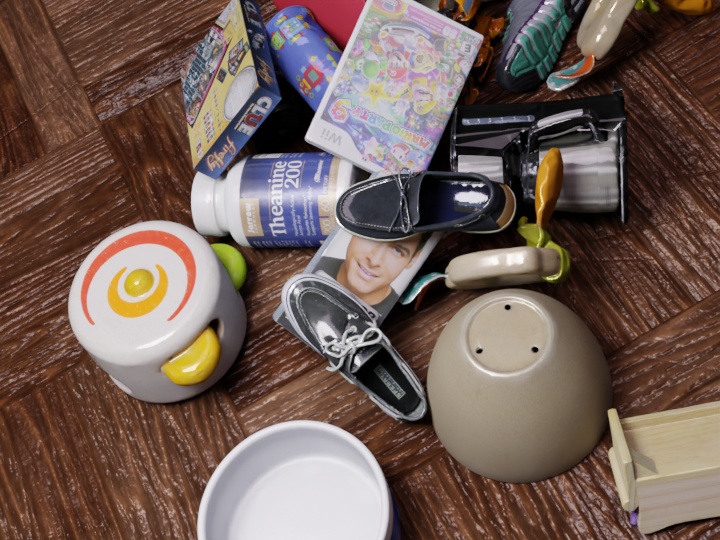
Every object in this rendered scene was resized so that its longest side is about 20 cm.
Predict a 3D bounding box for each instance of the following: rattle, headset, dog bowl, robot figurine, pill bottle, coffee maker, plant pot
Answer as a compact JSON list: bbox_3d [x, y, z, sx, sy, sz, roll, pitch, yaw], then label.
[{"bbox_3d":[0.327,-0.275,1.397,0.130,0.142,0.202,-21,41,54],"label":"rattle"},{"bbox_3d":[-0.102,-0.231,1.467,0.197,0.094,0.125,5,59,-2],"label":"headset"},{"bbox_3d":[-0.060,0.260,1.163,0.197,0.079,0.202,-7,57,11],"label":"dog bowl"},{"bbox_3d":[0.126,-0.039,1.242,0.129,0.145,0.199,-19,7,-42],"label":"rattle"},{"bbox_3d":[0.123,-0.276,1.412,0.058,0.146,0.201,2,49,25],"label":"robot figurine"},{"bbox_3d":[-0.095,-0.083,1.364,0.197,0.111,0.112,0,59,14],"label":"pill bottle"},{"bbox_3d":[0.207,-0.132,1.323,0.197,0.136,0.192,-2,20,12],"label":"coffee maker"},{"bbox_3d":[0.157,0.098,1.175,0.198,0.135,0.202,-6,58,10],"label":"plant pot"}]

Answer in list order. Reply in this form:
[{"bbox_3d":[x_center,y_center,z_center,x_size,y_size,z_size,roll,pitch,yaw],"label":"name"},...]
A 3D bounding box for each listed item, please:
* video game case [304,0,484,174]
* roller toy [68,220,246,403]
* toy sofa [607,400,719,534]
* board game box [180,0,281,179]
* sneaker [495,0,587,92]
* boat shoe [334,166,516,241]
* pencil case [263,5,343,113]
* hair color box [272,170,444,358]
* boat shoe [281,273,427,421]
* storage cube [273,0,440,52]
[{"bbox_3d":[0.040,-0.209,1.312,0.142,0.018,0.202,25,82,-5],"label":"video game case"},{"bbox_3d":[-0.231,0.046,1.301,0.180,0.140,0.202,-3,59,13],"label":"roller toy"},{"bbox_3d":[0.346,0.180,1.119,0.197,0.098,0.083,-12,32,7],"label":"toy sofa"},{"bbox_3d":[-0.159,-0.223,1.367,0.136,0.034,0.201,-46,38,28],"label":"board game box"},{"bbox_3d":[0.210,-0.301,1.460,0.087,0.075,0.201,12,54,41],"label":"sneaker"},{"bbox_3d":[0.060,-0.070,1.181,0.198,0.062,0.076,1,77,25],"label":"boat shoe"},{"bbox_3d":[-0.038,-0.229,1.386,0.078,0.087,0.201,-48,70,25],"label":"pencil case"},{"bbox_3d":[0.000,0.000,1.266,0.099,0.061,0.201,36,87,-7],"label":"hair color box"},{"bbox_3d":[-0.005,0.083,1.203,0.073,0.068,0.200,-39,96,-4],"label":"boat shoe"},{"bbox_3d":[0.009,-0.362,1.457,0.179,0.201,0.172,22,66,36],"label":"storage cube"}]
